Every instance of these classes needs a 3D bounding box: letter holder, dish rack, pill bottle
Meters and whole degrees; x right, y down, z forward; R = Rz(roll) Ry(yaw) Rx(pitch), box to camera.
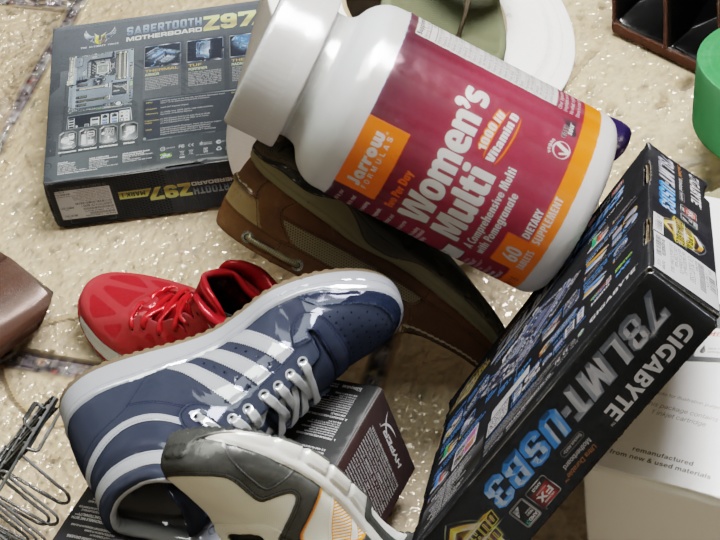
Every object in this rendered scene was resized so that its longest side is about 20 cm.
[{"bbox_3d":[0.273,-0.257,1.345,0.100,0.143,0.200,31,60,32],"label":"letter holder"},{"bbox_3d":[-0.217,0.167,1.057,0.054,0.153,0.201,37,43,-12],"label":"dish rack"},{"bbox_3d":[0.032,-0.078,1.055,0.199,0.110,0.110,26,51,-6],"label":"pill bottle"}]

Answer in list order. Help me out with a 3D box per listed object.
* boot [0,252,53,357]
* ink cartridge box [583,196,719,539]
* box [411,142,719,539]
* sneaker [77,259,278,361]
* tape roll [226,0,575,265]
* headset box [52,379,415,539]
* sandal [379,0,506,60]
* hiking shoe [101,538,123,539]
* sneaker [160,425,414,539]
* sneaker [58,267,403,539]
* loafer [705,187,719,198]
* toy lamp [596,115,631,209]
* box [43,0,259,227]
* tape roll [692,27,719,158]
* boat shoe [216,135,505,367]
[{"bbox_3d":[-0.251,0.066,1.189,0.200,0.065,0.186,-37,40,-27],"label":"boot"},{"bbox_3d":[0.193,0.082,1.051,0.083,0.145,0.201,14,51,21],"label":"ink cartridge box"},{"bbox_3d":[0.107,0.049,0.996,0.050,0.201,0.199,35,21,-4],"label":"box"},{"bbox_3d":[-0.100,0.020,1.178,0.199,0.116,0.079,20,54,25],"label":"sneaker"},{"bbox_3d":[0.023,-0.117,1.224,0.201,0.140,0.204,9,49,-10],"label":"tape roll"},{"bbox_3d":[-0.081,0.151,1.070,0.147,0.075,0.201,7,49,31],"label":"headset box"},{"bbox_3d":[0.059,-0.191,1.165,0.079,0.058,0.202,15,48,-5],"label":"sandal"},{"bbox_3d":[-0.155,0.236,0.957,0.075,0.100,0.202,-1,85,34],"label":"hiking shoe"},{"bbox_3d":[-0.026,0.146,0.962,0.073,0.200,0.081,-5,53,50],"label":"sneaker"},{"bbox_3d":[-0.059,0.077,1.027,0.198,0.070,0.109,-22,43,-2],"label":"sneaker"},{"bbox_3d":[0.221,-0.019,1.189,0.198,0.069,0.076,-5,47,5],"label":"loafer"},{"bbox_3d":[0.129,0.008,1.151,0.058,0.058,0.202,6,74,15],"label":"toy lamp"},{"bbox_3d":[-0.120,-0.115,1.347,0.198,0.051,0.159,-7,50,2],"label":"box"},{"bbox_3d":[0.313,-0.110,1.226,0.198,0.049,0.201,-1,28,0],"label":"tape roll"},{"bbox_3d":[0.000,0.000,1.138,0.074,0.199,0.076,-49,17,11],"label":"boat shoe"}]
